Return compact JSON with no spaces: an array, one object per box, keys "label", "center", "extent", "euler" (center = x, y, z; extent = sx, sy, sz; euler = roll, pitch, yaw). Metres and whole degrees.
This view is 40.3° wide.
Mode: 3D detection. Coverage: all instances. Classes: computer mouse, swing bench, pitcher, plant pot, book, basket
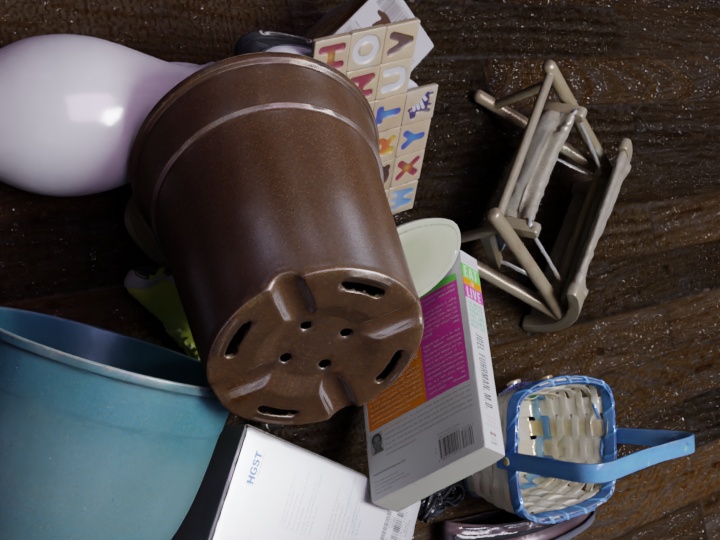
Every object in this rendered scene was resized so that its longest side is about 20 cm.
[{"label":"computer mouse","center":[0.077,0.142,0.969],"extent":[0.109,0.043,0.204],"euler":[16,72,-62]},{"label":"swing bench","center":[0.194,-0.072,1.049],"extent":[0.199,0.129,0.201],"euler":[36,64,-26]},{"label":"pitcher","center":[-0.202,-0.133,0.790],"extent":[0.196,0.172,0.123],"euler":[-5,116,-18]},{"label":"plant pot","center":[-0.206,0.146,0.709],"extent":[0.198,0.199,0.191],"euler":[17,89,-32]},{"label":"book","center":[0.060,0.095,0.883],"extent":[0.048,0.133,0.203],"euler":[28,44,-33]},{"label":"basket","center":[0.204,0.176,0.971],"extent":[0.174,0.198,0.142],"euler":[-2,92,-42]},{"label":"plant pot","center":[-0.054,-0.015,0.698],"extent":[0.198,0.201,0.200],"euler":[15,36,-32]}]

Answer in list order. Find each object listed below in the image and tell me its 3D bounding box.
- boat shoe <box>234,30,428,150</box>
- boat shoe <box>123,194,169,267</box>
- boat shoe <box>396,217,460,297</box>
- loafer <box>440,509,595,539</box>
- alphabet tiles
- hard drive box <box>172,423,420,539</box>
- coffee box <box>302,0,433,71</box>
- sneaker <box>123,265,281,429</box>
[{"label":"boat shoe","center":[-0.019,-0.154,0.812],"extent":[0.198,0.069,0.057],"euler":[9,33,-47]},{"label":"boat shoe","center":[-0.113,-0.014,0.862],"extent":[0.199,0.065,0.073],"euler":[35,65,-26]},{"label":"boat shoe","center":[0.000,0.002,0.864],"extent":[0.198,0.066,0.075],"euler":[-34,124,-25]},{"label":"loafer","center":[0.166,0.262,1.021],"extent":[0.197,0.072,0.064],"euler":[-15,87,-33]},{"label":"alphabet tiles","center":[-0.007,-0.109,0.813],"extent":[0.165,0.008,0.202],"euler":[-19,140,-29]},{"label":"hard drive box","center":[-0.060,0.242,0.857],"extent":[0.198,0.076,0.158],"euler":[30,67,-29]},{"label":"coffee box","center":[-0.038,-0.167,0.908],"extent":[0.080,0.114,0.201],"euler":[51,60,-19]},{"label":"sneaker","center":[-0.120,0.066,0.843],"extent":[0.199,0.075,0.077],"euler":[36,74,-20]}]
